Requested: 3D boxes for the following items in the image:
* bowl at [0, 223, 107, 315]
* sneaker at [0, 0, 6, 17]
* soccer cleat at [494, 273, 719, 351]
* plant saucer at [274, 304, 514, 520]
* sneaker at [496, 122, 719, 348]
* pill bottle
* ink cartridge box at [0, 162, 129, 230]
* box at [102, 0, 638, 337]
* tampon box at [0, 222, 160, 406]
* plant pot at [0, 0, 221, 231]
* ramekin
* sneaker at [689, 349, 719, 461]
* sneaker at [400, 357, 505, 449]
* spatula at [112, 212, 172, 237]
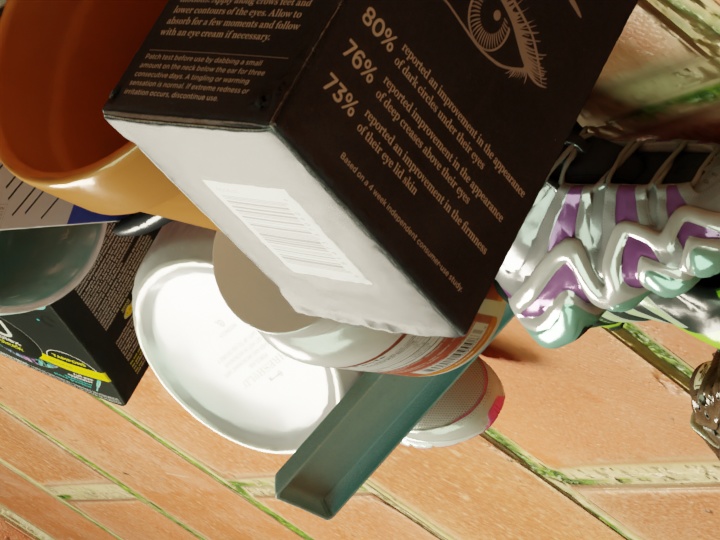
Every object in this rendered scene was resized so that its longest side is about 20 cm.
[{"bbox_3d":[-0.271,-0.049,1.328,0.201,0.201,0.105,37,138,-21],"label":"bowl"},{"bbox_3d":[-0.128,-0.126,1.194,0.199,0.081,0.083,24,166,14],"label":"sneaker"},{"bbox_3d":[0.151,-0.003,1.132,0.199,0.068,0.081,10,136,42],"label":"soccer cleat"},{"bbox_3d":[0.025,0.072,1.298,0.019,0.200,0.070,45,-172,35],"label":"plant saucer"},{"bbox_3d":[0.113,-0.050,1.025,0.140,0.078,0.200,49,135,-8],"label":"sneaker"},{"bbox_3d":[0.000,0.000,1.164,0.112,0.113,0.200,21,-177,25],"label":"pill bottle"},{"bbox_3d":[-0.183,-0.077,1.230,0.044,0.094,0.200,23,-169,18],"label":"ink cartridge box"},{"bbox_3d":[0.013,-0.097,0.863,0.104,0.201,0.148,8,151,44],"label":"box"},{"bbox_3d":[-0.233,-0.015,1.547,0.149,0.127,0.200,20,159,24],"label":"tampon box"},{"bbox_3d":[-0.064,-0.103,0.995,0.140,0.201,0.200,30,165,-39],"label":"plant pot"},{"bbox_3d":[-0.058,0.029,1.348,0.202,0.094,0.203,20,134,21],"label":"ramekin"},{"bbox_3d":[0.222,0.076,1.199,0.075,0.071,0.200,24,160,18],"label":"sneaker"},{"bbox_3d":[0.006,0.058,1.454,0.199,0.082,0.088,21,161,22],"label":"sneaker"},{"bbox_3d":[-0.090,-0.038,1.234,0.056,0.021,0.200,-4,178,-38],"label":"spatula"}]
